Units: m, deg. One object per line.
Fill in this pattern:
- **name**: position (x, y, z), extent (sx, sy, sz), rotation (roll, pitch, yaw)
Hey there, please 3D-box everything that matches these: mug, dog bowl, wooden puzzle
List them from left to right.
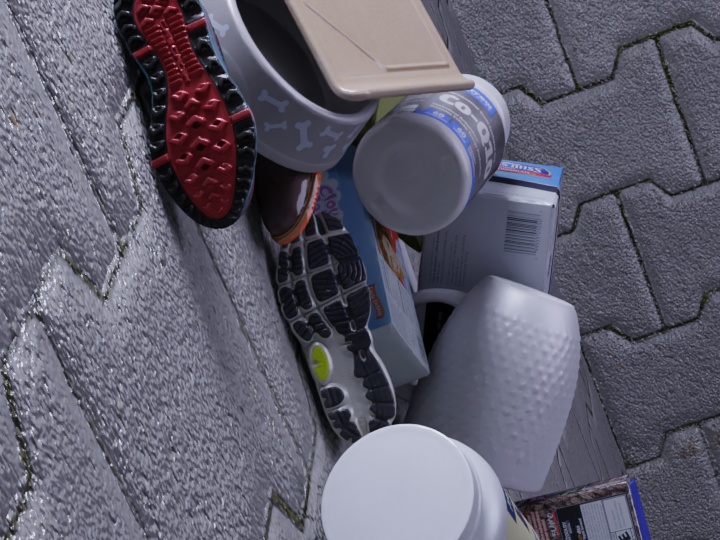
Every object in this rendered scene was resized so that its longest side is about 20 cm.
- **dog bowl**: position (-0.064, -0.182, 1.555), extent (0.199, 0.058, 0.201), rotation (35, 36, -30)
- **wooden puzzle**: position (-0.008, -0.222, 1.580), extent (0.184, 0.037, 0.201), rotation (-12, 65, -53)
- **mug**: position (0.112, 0.094, 1.810), extent (0.148, 0.198, 0.177), rotation (5, 106, -75)

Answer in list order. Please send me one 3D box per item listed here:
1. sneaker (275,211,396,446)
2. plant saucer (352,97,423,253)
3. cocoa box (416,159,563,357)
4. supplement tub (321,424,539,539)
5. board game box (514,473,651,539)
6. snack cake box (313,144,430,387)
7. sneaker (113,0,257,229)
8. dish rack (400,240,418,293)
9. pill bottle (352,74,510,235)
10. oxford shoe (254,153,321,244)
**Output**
- **sneaker**: position (-0.026, 0.052, 1.587), extent (0.080, 0.077, 0.202), rotation (163, -86, -83)
- **plant saucer**: position (0.032, -0.153, 1.898), extent (0.200, 0.047, 0.202), rotation (64, 31, -52)
- **cocoa box**: position (0.131, -0.003, 1.928), extent (0.131, 0.132, 0.202), rotation (-60, 157, -68)
- **supplement tub**: position (0.058, 0.217, 1.481), extent (0.200, 0.144, 0.146), rotation (55, 19, -56)
- **board game box**: position (0.186, 0.300, 1.815), extent (0.097, 0.198, 0.161), rotation (6, 70, -78)
- **snack cake box**: position (0.000, 0.000, 1.761), extent (0.115, 0.067, 0.202), rotation (52, 22, -55)
- **sneaker**: position (-0.114, -0.123, 1.369), extent (0.096, 0.078, 0.202), rotation (40, 33, -74)
- **dish rack**: position (0.025, -0.023, 1.992), extent (0.172, 0.043, 0.202), rotation (4, 69, -79)
- **pill bottle**: position (0.074, -0.116, 1.774), extent (0.115, 0.113, 0.200), rotation (69, 24, -13)
- **oxford shoe**: position (-0.083, -0.112, 1.588), extent (0.072, 0.071, 0.202), rotation (24, 43, -39)
